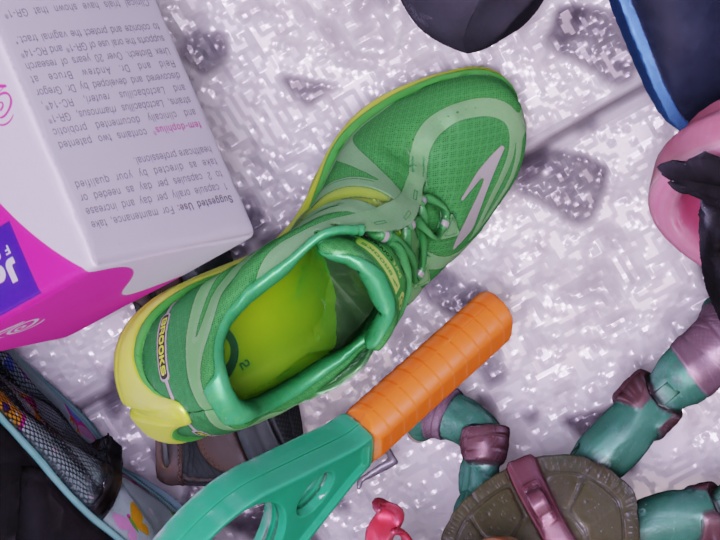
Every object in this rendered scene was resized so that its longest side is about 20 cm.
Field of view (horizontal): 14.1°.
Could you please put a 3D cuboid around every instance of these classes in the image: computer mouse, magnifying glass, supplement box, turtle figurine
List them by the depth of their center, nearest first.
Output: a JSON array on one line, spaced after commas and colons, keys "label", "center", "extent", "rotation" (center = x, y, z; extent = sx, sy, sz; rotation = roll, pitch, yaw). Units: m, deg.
[{"label": "computer mouse", "center": [0.050, -0.141, 1.041], "extent": [0.034, 0.200, 0.059], "rotation": [-30, 70, -28]}, {"label": "supplement box", "center": [-0.137, -0.078, 1.051], "extent": [0.101, 0.103, 0.200], "rotation": [-28, 83, 31]}, {"label": "magnifying glass", "center": [-0.016, 0.074, 1.077], "extent": [0.022, 0.200, 0.080], "rotation": [38, 150, 24]}, {"label": "turtle figurine", "center": [0.077, 0.101, 1.142], "extent": [0.200, 0.101, 0.150], "rotation": [-28, 106, 4]}]

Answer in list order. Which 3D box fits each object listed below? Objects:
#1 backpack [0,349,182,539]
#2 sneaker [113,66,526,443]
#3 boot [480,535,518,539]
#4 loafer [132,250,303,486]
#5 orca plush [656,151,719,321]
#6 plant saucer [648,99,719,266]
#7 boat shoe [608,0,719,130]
[{"label": "backpack", "center": [-0.152, 0.128, 1.129], "extent": [0.176, 0.153, 0.200], "rotation": [-44, 101, 9]}, {"label": "sneaker", "center": [0.000, 0.000, 1.088], "extent": [0.200, 0.083, 0.074], "rotation": [-43, 117, -24]}, {"label": "boot", "center": [-0.035, 0.165, 1.048], "extent": [0.154, 0.074, 0.200], "rotation": [19, 117, -41]}, {"label": "loafer", "center": [-0.082, -0.003, 1.133], "extent": [0.063, 0.072, 0.200], "rotation": [-16, 107, 14]}, {"label": "orca plush", "center": [0.176, 0.031, 1.046], "extent": [0.105, 0.071, 0.200], "rotation": [-6, 150, 21]}, {"label": "plant saucer", "center": [0.207, -0.030, 1.061], "extent": [0.200, 0.201, 0.051], "rotation": [12, 72, 0]}, {"label": "boat shoe", "center": [0.108, -0.151, 1.081], "extent": [0.068, 0.084, 0.200], "rotation": [-24, 120, 2]}]
